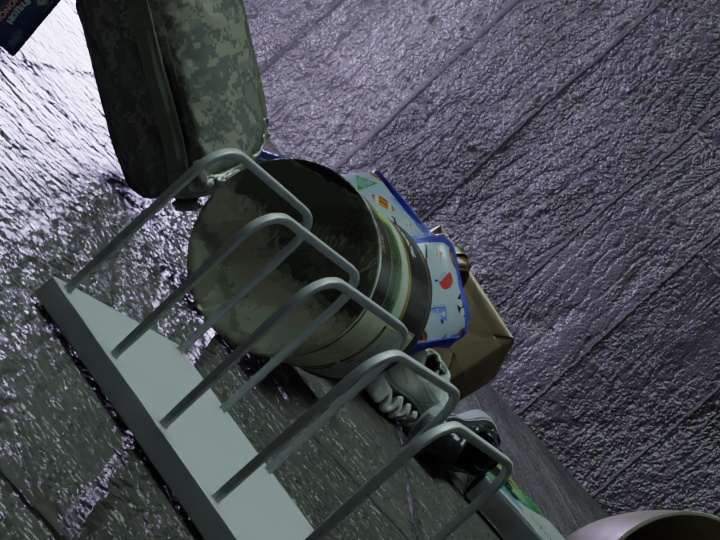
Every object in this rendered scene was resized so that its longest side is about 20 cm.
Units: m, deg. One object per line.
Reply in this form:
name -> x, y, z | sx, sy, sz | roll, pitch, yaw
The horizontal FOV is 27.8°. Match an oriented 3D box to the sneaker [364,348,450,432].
sneaker -> 0.066, 0.129, 1.526 | 0.075, 0.081, 0.200 | 48, 2, 33

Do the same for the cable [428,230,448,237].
cable -> 0.007, -0.012, 1.579 | 0.200, 0.050, 0.097 | -1, -23, 28

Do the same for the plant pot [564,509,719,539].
plant pot -> 0.257, 0.304, 1.366 | 0.187, 0.187, 0.200 | 47, -10, -9

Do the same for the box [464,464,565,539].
box -> 0.177, 0.277, 1.607 | 0.144, 0.036, 0.200 | 49, 3, 4

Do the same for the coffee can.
coffee can -> -0.033, 0.006, 1.134 | 0.146, 0.146, 0.200 | 49, 4, 15

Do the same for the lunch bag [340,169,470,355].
lunch bag -> 0.000, 0.000, 1.424 | 0.170, 0.124, 0.200 | -7, 52, -49

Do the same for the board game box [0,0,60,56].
board game box -> -0.299, -0.305, 1.251 | 0.200, 0.200, 0.062 | 32, -9, 41

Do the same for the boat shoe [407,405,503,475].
boat shoe -> 0.114, 0.183, 1.513 | 0.066, 0.070, 0.200 | 37, 1, 25

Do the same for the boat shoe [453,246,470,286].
boat shoe -> 0.066, 0.054, 1.544 | 0.072, 0.200, 0.068 | -2, 56, -31

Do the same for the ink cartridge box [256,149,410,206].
ink cartridge box -> -0.042, -0.074, 1.642 | 0.200, 0.076, 0.136 | 25, 6, 41

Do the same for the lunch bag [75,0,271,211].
lunch bag -> -0.156, -0.161, 1.204 | 0.168, 0.139, 0.200 | -87, 166, -72

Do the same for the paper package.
paper package -> 0.101, 0.065, 1.895 | 0.191, 0.103, 0.200 | 58, -9, 12

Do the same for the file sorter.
file sorter -> -0.036, 0.059, 0.731 | 0.200, 0.125, 0.139 | 50, 5, 26
